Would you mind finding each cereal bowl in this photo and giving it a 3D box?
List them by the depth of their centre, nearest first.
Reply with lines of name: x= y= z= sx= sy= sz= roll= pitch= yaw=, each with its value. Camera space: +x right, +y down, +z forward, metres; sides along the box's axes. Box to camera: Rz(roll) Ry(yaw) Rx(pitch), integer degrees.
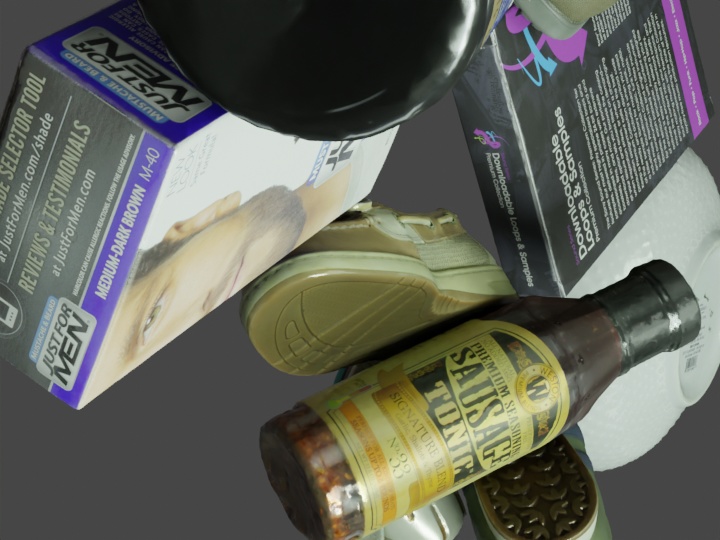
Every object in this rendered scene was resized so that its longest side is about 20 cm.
cereal bowl: x=0.153 y=0.019 z=1.217 sx=0.200 sy=0.083 sz=0.201 roll=-40 pitch=136 yaw=-53

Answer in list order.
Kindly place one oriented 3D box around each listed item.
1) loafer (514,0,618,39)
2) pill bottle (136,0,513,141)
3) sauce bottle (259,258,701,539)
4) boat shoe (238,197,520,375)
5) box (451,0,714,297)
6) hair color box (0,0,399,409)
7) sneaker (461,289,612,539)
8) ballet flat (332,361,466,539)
loafer: x=0.130 y=-0.184 z=1.037 sx=0.075 sy=0.070 sz=0.200 roll=46 pitch=45 yaw=-23
pill bottle: x=0.013 y=-0.130 z=0.701 sx=0.200 sy=0.112 sz=0.112 roll=-55 pitch=149 yaw=-56
sauce bottle: x=0.055 y=0.050 z=0.947 sx=0.200 sy=0.066 sz=0.066 roll=-27 pitch=133 yaw=-20
boat shoe: x=0.002 y=-0.001 z=0.926 sx=0.073 sy=0.063 sz=0.201 roll=-36 pitch=162 yaw=24
box: x=0.111 y=-0.096 z=1.089 sx=0.200 sy=0.036 sz=0.143 roll=-47 pitch=127 yaw=-48
hair color box: x=-0.047 y=-0.048 z=0.749 sx=0.200 sy=0.065 sz=0.109 roll=-37 pitch=156 yaw=-52
sneaker: x=0.073 y=0.092 z=1.021 sx=0.200 sy=0.067 sz=0.090 roll=-102 pitch=179 yaw=-56
ballet flat: x=0.023 y=0.128 z=1.022 sx=0.067 sy=0.062 sz=0.200 roll=-42 pitch=138 yaw=-50
